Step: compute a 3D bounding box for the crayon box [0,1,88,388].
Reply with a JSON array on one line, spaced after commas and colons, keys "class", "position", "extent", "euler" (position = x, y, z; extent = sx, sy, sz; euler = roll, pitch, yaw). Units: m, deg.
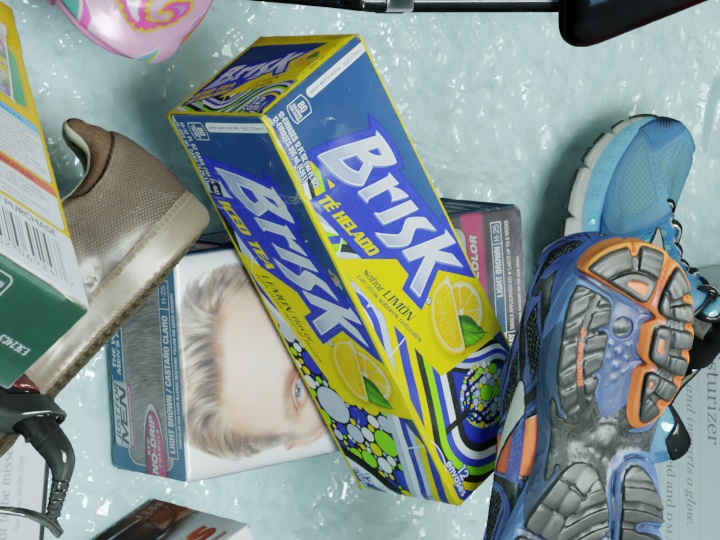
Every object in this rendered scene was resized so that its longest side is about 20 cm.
[{"class": "crayon box", "position": [-0.179, -0.060, 1.043], "extent": [0.052, 0.201, 0.125], "euler": [-42, 128, 18]}]

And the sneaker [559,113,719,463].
[{"class": "sneaker", "position": [0.142, 0.015, 1.314], "extent": [0.079, 0.089, 0.201], "euler": [63, 35, -53]}]

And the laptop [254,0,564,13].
[{"class": "laptop", "position": [0.057, -0.170, 1.178], "extent": [0.186, 0.199, 0.117], "euler": [-4, 100, -39]}]

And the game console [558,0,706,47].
[{"class": "game console", "position": [0.183, -0.161, 1.110], "extent": [0.119, 0.172, 0.201], "euler": [-51, 155, -31]}]

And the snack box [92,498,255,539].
[{"class": "snack box", "position": [-0.136, 0.160, 1.139], "extent": [0.200, 0.072, 0.024], "euler": [-33, 116, -32]}]

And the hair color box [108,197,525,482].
[{"class": "hair color box", "position": [-0.017, 0.028, 1.232], "extent": [0.199, 0.060, 0.101], "euler": [-10, 100, -38]}]

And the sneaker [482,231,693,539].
[{"class": "sneaker", "position": [0.089, 0.075, 1.148], "extent": [0.075, 0.078, 0.201], "euler": [9, 106, -19]}]

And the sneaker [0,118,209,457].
[{"class": "sneaker", "position": [-0.152, 0.025, 1.106], "extent": [0.076, 0.070, 0.200], "euler": [43, 73, 1]}]

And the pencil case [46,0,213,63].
[{"class": "pencil case", "position": [-0.055, -0.181, 1.110], "extent": [0.087, 0.088, 0.200], "euler": [25, 113, -38]}]

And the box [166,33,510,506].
[{"class": "box", "position": [0.000, 0.000, 1.158], "extent": [0.064, 0.070, 0.201], "euler": [-43, 119, -30]}]

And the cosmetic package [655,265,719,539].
[{"class": "cosmetic package", "position": [0.256, 0.084, 1.370], "extent": [0.164, 0.199, 0.166], "euler": [-7, 99, -38]}]

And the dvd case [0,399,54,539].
[{"class": "dvd case", "position": [-0.210, 0.060, 1.103], "extent": [0.199, 0.017, 0.144], "euler": [3, 93, -39]}]

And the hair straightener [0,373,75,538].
[{"class": "hair straightener", "position": [-0.185, 0.030, 1.046], "extent": [0.077, 0.041, 0.200], "euler": [-36, 83, -31]}]
